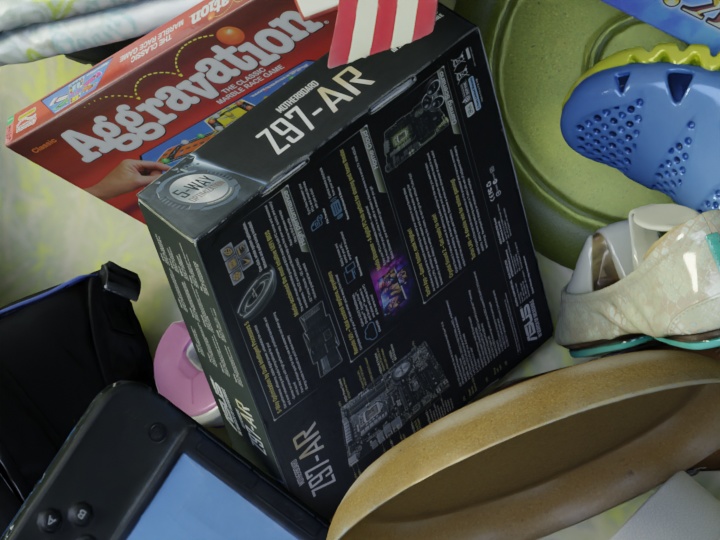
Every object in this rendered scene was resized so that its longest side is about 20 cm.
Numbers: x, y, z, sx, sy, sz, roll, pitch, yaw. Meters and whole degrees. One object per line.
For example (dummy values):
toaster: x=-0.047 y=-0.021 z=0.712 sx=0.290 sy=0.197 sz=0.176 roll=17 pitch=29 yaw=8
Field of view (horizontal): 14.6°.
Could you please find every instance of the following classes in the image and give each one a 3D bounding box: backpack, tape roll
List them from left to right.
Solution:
backpack: x=-0.157 y=0.125 z=1.305 sx=0.147 sy=0.183 sz=0.201 roll=-29 pitch=87 yaw=33
tape roll: x=0.091 y=0.176 z=1.245 sx=0.037 sy=0.203 sz=0.203 roll=40 pitch=98 yaw=10

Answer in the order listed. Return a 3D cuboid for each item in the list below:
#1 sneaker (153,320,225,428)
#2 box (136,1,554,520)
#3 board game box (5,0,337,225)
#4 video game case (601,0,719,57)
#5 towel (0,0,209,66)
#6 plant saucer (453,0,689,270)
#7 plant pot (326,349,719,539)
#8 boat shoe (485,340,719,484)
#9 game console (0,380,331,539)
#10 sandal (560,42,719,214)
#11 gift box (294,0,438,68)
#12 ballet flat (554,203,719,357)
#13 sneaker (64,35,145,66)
sneaker: x=-0.008 y=0.002 z=1.323 sx=0.200 sy=0.088 sz=0.080 roll=-52 pitch=41 yaw=-2
box: x=0.000 y=0.000 z=1.238 sx=0.160 sy=0.200 sz=0.043 roll=-38 pitch=48 yaw=-18
board game box: x=-0.059 y=-0.080 z=1.280 sx=0.200 sy=0.103 sz=0.020 roll=-27 pitch=47 yaw=36
video game case: x=0.135 y=-0.208 z=1.246 sx=0.199 sy=0.045 sz=0.182 roll=27 pitch=115 yaw=8
towel: x=-0.109 y=-0.181 z=1.299 sx=0.199 sy=0.048 sz=0.172 roll=-13 pitch=49 yaw=13
plant saucer: x=0.135 y=-0.093 z=1.314 sx=0.199 sy=0.031 sz=0.201 roll=0 pitch=91 yaw=10
plant pot: x=0.074 y=0.080 z=1.195 sx=0.199 sy=0.200 sz=0.028 roll=-25 pitch=72 yaw=10
boat shoe: x=0.148 y=0.066 z=1.297 sx=0.199 sy=0.068 sz=0.072 roll=-17 pitch=89 yaw=11
game console: x=-0.057 y=0.169 z=1.178 sx=0.200 sy=0.118 sz=0.171 roll=39 pitch=76 yaw=-21
sandal: x=0.181 y=-0.037 z=1.241 sx=0.199 sy=0.080 sz=0.087 roll=18 pitch=64 yaw=11
gift box: x=0.028 y=-0.204 z=1.156 sx=0.199 sy=0.187 sz=0.185 roll=-24 pitch=97 yaw=24
ballet flat: x=0.131 y=0.001 z=1.244 sx=0.067 sy=0.200 sz=0.063 roll=-20 pitch=92 yaw=-16
sneaker: x=-0.078 y=-0.126 z=1.322 sx=0.199 sy=0.091 sz=0.076 roll=6 pitch=95 yaw=12
